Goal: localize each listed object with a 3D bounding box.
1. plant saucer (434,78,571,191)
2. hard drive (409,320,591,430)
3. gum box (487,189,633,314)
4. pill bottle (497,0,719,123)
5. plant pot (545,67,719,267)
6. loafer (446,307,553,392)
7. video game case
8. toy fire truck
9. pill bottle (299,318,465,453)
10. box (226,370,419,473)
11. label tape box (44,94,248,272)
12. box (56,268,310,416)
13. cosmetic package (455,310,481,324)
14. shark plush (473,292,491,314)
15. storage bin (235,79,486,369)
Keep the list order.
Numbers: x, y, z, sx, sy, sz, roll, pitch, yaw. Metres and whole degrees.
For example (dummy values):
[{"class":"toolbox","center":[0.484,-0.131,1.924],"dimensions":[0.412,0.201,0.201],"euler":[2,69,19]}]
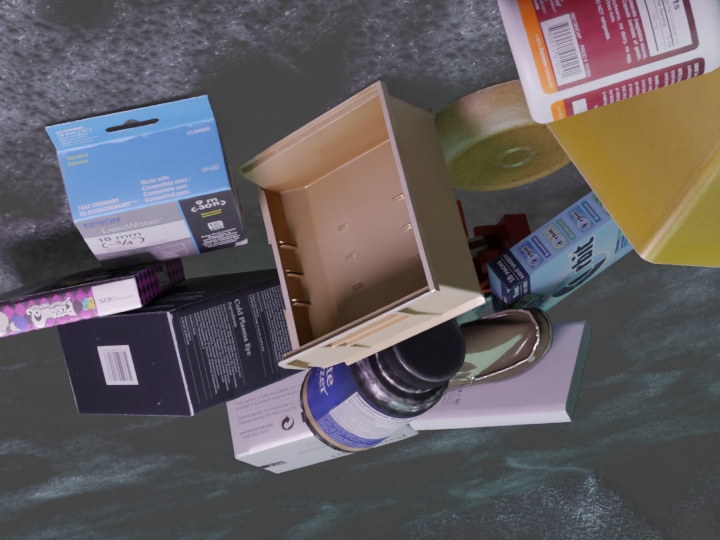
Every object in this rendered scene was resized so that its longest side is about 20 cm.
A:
[{"class":"plant saucer","center":[0.149,-0.125,1.253],"dimensions":[0.200,0.036,0.200],"euler":[-12,160,-4]},{"class":"hard drive","center":[0.161,0.122,1.471],"dimensions":[0.199,0.132,0.027],"euler":[-8,133,32]},{"class":"gum box","center":[0.242,-0.021,1.472],"dimensions":[0.200,0.045,0.170],"euler":[-36,160,-5]},{"class":"pill bottle","center":[0.217,-0.196,0.997],"dimensions":[0.199,0.113,0.113],"euler":[-16,159,9]},{"class":"plant pot","center":[0.315,-0.135,1.116],"dimensions":[0.199,0.200,0.177],"euler":[3,134,-37]},{"class":"loafer","center":[0.123,0.097,1.431],"dimensions":[0.200,0.075,0.070],"euler":[-26,163,23]},{"class":"video game case","center":[-0.282,0.025,1.262],"dimensions":[0.181,0.036,0.200],"euler":[-13,-174,5]},{"class":"toy fire truck","center":[0.125,-0.022,1.488],"dimensions":[0.141,0.049,0.200],"euler":[-6,159,-18]},{"class":"pill bottle","center":[0.024,0.109,1.313],"dimensions":[0.112,0.112,0.200],"euler":[-1,156,-29]},{"class":"box","center":[-0.055,0.118,1.529],"dimensions":[0.198,0.201,0.131],"euler":[-18,159,14]},{"class":"label tape box","center":[-0.188,-0.072,1.147],"dimensions":[0.144,0.063,0.200],"euler":[-12,160,-2]},{"class":"box","center":[-0.169,0.071,1.278],"dimensions":[0.200,0.104,0.182],"euler":[-5,-170,46]},{"class":"cosmetic package","center":[0.085,0.040,1.569],"dimensions":[0.082,0.051,0.200],"euler":[26,174,22]},{"class":"shark plush","center":[0.111,0.064,1.736],"dimensions":[0.200,0.091,0.083],"euler":[-47,169,22]},{"class":"storage bin","center":[-0.008,-0.033,1.167],"dimensions":[0.198,0.201,0.094],"euler":[-26,158,32]}]
